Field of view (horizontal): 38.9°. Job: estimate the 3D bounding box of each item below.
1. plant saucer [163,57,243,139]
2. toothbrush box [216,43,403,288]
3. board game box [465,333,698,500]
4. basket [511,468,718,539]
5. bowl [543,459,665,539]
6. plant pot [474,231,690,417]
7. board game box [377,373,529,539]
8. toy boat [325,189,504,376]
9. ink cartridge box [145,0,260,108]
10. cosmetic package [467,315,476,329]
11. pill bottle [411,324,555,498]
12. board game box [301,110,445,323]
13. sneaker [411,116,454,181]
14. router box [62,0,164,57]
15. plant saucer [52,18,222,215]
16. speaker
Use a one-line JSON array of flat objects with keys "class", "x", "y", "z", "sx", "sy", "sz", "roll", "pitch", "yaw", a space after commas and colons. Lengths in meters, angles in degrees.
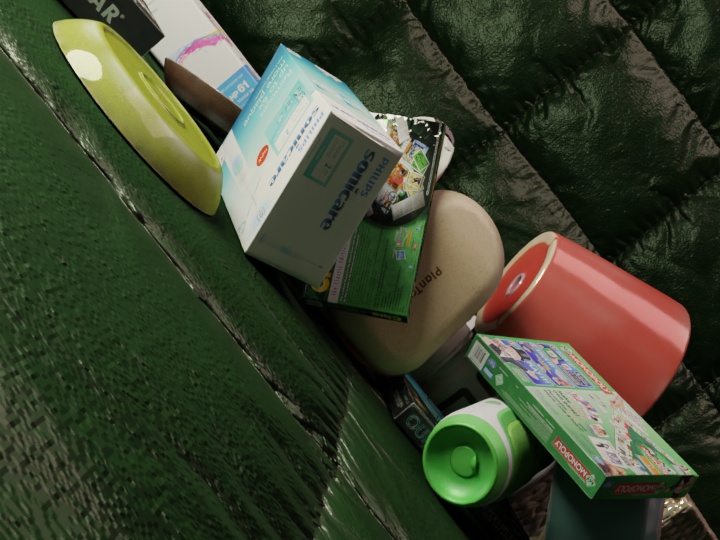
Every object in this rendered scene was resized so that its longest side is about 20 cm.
[{"class": "plant saucer", "x": -0.141, "y": -0.160, "z": 1.122, "sx": 0.199, "sy": 0.032, "sz": 0.200, "roll": 36, "pitch": -2, "yaw": 2}, {"class": "toothbrush box", "x": -0.057, "y": -0.102, "z": 0.950, "sx": 0.085, "sy": 0.147, "sz": 0.201, "roll": 25, "pitch": 18, "yaw": -29}, {"class": "board game box", "x": 0.203, "y": 0.133, "z": 0.951, "sx": 0.133, "sy": 0.029, "sz": 0.200, "roll": 10, "pitch": 27, "yaw": -37}, {"class": "basket", "x": 0.307, "y": 0.305, "z": 1.228, "sx": 0.198, "sy": 0.199, "sz": 0.162, "roll": 46, "pitch": 8, "yaw": -44}, {"class": "bowl", "x": 0.248, "y": 0.239, "z": 1.016, "sx": 0.103, "sy": 0.204, "sz": 0.201, "roll": 7, "pitch": -11, "yaw": 17}, {"class": "plant pot", "x": 0.237, "y": 0.066, "z": 1.146, "sx": 0.176, "sy": 0.201, "sz": 0.201, "roll": 37, "pitch": 6, "yaw": -8}, {"class": "board game box", "x": 0.093, "y": 0.187, "z": 1.052, "sx": 0.201, "sy": 0.028, "sz": 0.135, "roll": 50, "pitch": 4, "yaw": -17}, {"class": "toy boat", "x": 0.051, "y": 0.008, "z": 1.052, "sx": 0.131, "sy": 0.200, "sz": 0.131, "roll": 50, "pitch": -9, "yaw": -10}, {"class": "ink cartridge box", "x": -0.209, "y": -0.280, "z": 1.300, "sx": 0.201, "sy": 0.084, "sz": 0.145, "roll": 50, "pitch": 5, "yaw": -11}, {"class": "cosmetic package", "x": 0.054, "y": 0.019, "z": 1.412, "sx": 0.201, "sy": 0.052, "sz": 0.150, "roll": 51, "pitch": -29, "yaw": -8}, {"class": "pill bottle", "x": 0.136, "y": 0.156, "z": 1.187, "sx": 0.201, "sy": 0.113, "sz": 0.114, "roll": 52, "pitch": 4, "yaw": -2}, {"class": "board game box", "x": 0.015, "y": -0.056, "z": 0.981, "sx": 0.103, "sy": 0.203, "sz": 0.024, "roll": 11, "pitch": -18, "yaw": 6}, {"class": "sneaker", "x": -0.002, "y": -0.085, "z": 1.091, "sx": 0.081, "sy": 0.199, "sz": 0.146, "roll": 52, "pitch": -14, "yaw": -8}, {"class": "router box", "x": -0.282, "y": -0.307, "z": 0.966, "sx": 0.200, "sy": 0.052, "sz": 0.158, "roll": 48, "pitch": 7, "yaw": -46}, {"class": "plant saucer", "x": -0.175, "y": -0.134, "z": 0.849, "sx": 0.201, "sy": 0.031, "sz": 0.200, "roll": 51, "pitch": 5, "yaw": -6}, {"class": "speaker", "x": 0.131, "y": 0.163, "z": 0.963, "sx": 0.089, "sy": 0.088, "sz": 0.199, "roll": 52, "pitch": 23, "yaw": 16}]
